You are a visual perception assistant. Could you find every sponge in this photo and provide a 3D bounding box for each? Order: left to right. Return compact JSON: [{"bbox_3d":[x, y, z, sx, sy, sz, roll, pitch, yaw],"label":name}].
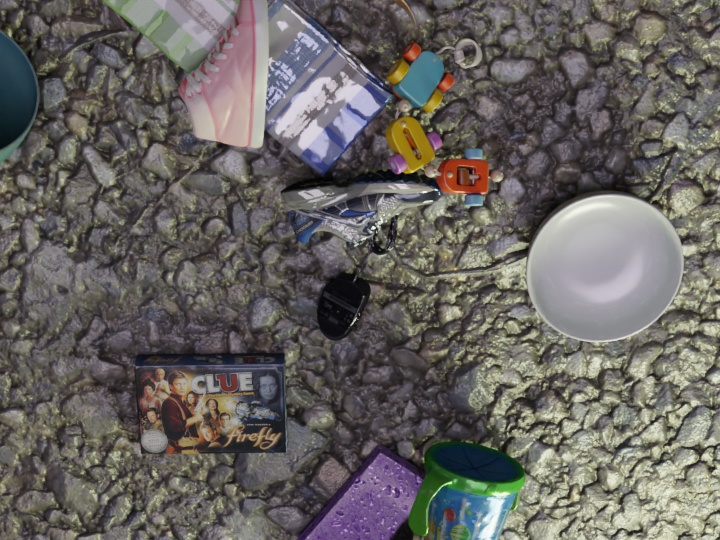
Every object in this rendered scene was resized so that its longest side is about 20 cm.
[{"bbox_3d":[0.011,0.344,1.849,0.111,0.030,0.200,34,108,-15],"label":"sponge"}]

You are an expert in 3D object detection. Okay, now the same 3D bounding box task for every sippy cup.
[{"bbox_3d":[0.141,0.315,1.769,0.176,0.140,0.131,8,103,-12],"label":"sippy cup"}]

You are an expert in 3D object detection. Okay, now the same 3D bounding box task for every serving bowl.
[{"bbox_3d":[0.304,-0.014,1.679,0.198,0.066,0.202,0,114,-1],"label":"serving bowl"}]

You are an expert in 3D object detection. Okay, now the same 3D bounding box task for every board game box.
[{"bbox_3d":[-0.198,0.179,1.773,0.198,0.035,0.137,-1,113,0],"label":"board game box"}]

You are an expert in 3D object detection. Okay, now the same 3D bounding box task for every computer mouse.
[{"bbox_3d":[0.000,0.000,1.705,0.058,0.034,0.201,31,107,14],"label":"computer mouse"}]

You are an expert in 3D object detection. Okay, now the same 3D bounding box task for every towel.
[{"bbox_3d":[-0.190,-0.346,1.551,0.149,0.031,0.200,40,107,-15],"label":"towel"},{"bbox_3d":[-0.075,-0.225,1.608,0.200,0.024,0.147,39,108,-16],"label":"towel"}]

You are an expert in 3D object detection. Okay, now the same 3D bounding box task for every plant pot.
[{"bbox_3d":[-0.488,-0.182,1.549,0.199,0.201,0.135,25,145,-11],"label":"plant pot"}]

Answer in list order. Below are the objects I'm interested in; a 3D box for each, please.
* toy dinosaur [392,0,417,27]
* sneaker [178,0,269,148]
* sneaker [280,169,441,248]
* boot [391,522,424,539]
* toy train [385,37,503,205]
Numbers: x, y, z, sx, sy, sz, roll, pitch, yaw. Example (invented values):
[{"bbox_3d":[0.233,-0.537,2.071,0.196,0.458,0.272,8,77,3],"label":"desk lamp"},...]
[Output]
[{"bbox_3d":[-0.015,-0.354,1.542,0.198,0.059,0.101,11,137,-16],"label":"toy dinosaur"},{"bbox_3d":[-0.160,-0.238,1.546,0.104,0.076,0.201,3,121,-7],"label":"sneaker"},{"bbox_3d":[0.004,-0.075,1.643,0.198,0.077,0.086,-5,105,11],"label":"sneaker"},{"bbox_3d":[0.111,0.452,1.869,0.199,0.073,0.182,26,113,-27],"label":"boot"},{"bbox_3d":[0.093,-0.176,1.600,0.149,0.056,0.202,-4,91,-24],"label":"toy train"}]
